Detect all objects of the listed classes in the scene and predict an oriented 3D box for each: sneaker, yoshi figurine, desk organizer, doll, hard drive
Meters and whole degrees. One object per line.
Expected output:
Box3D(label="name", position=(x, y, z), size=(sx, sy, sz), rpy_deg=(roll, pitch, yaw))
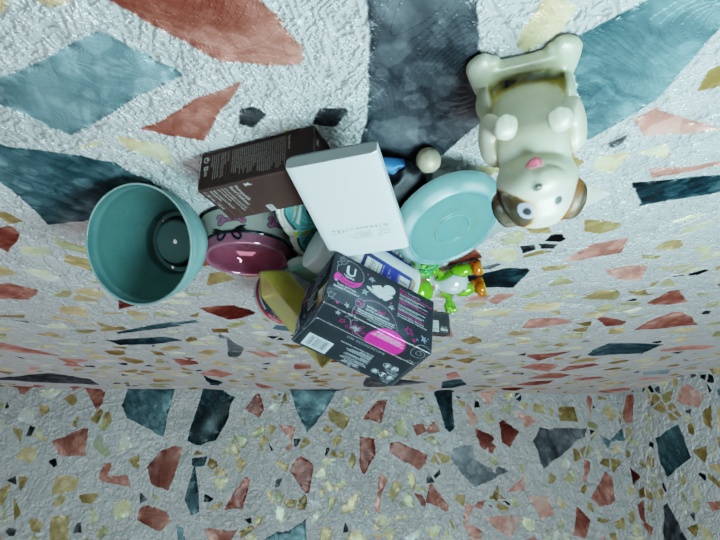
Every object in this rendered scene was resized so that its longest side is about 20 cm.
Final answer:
Box3D(label="sneaker", position=(0.135, -0.025, 1.030), size=(0.073, 0.085, 0.200), rpy_deg=(13, -176, 12))
Box3D(label="sneaker", position=(-0.099, -0.088, 0.967), size=(0.079, 0.078, 0.200), rpy_deg=(-13, 156, 6))
Box3D(label="yoshi figurine", position=(0.192, 0.038, 1.225), size=(0.198, 0.114, 0.112), rpy_deg=(-10, 156, 12))
Box3D(label="desk organizer", position=(0.168, 0.165, 1.594), size=(0.198, 0.073, 0.077), rpy_deg=(6, 159, -18))
Box3D(label="doll", position=(0.043, -0.126, 0.835), size=(0.199, 0.049, 0.136), rpy_deg=(-35, 121, 20))
Box3D(label="hard drive", position=(-0.013, -0.096, 0.775), size=(0.130, 0.027, 0.201), rpy_deg=(-7, 142, 15))
Box3D(label="sneaker", position=(-0.060, 0.047, 1.036), size=(0.199, 0.120, 0.073), rpy_deg=(21, 155, -30))

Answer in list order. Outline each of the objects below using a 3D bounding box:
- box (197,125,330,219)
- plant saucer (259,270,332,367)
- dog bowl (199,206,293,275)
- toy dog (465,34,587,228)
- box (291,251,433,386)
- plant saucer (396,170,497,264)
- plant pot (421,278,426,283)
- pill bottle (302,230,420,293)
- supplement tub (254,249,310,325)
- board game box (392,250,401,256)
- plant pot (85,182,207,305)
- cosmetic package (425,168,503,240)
Box3D(label="box", position=(-0.141, -0.148, 0.817), size=(0.198, 0.076, 0.100), rpy_deg=(-11, 155, 18))
Box3D(label="plant saucer", position=(-0.111, 0.087, 0.995), size=(0.048, 0.200, 0.200), rpy_deg=(-40, 175, -17))
Box3D(label="dog bowl", position=(-0.224, -0.053, 1.039), size=(0.198, 0.075, 0.200), rpy_deg=(0, 158, 0))
Box3D(label="toy dog", position=(0.208, -0.151, 0.656), size=(0.138, 0.202, 0.194), rpy_deg=(-3, 157, 6))
Box3D(label="box", position=(0.006, 0.084, 0.874), size=(0.199, 0.115, 0.132), rpy_deg=(27, 134, -15))
Box3D(label="plant saucer", position=(0.149, -0.076, 0.869), size=(0.198, 0.028, 0.201), rpy_deg=(-14, 141, -11))
Box3D(label="plant pot", position=(0.051, 0.006, 1.151), size=(0.198, 0.028, 0.200), rpy_deg=(12, 178, 0))
Box3D(label="pill bottle", position=(0.000, 0.000, 0.958), size=(0.199, 0.121, 0.119), rpy_deg=(31, 146, -20))
Box3D(label="supplement tub", position=(-0.139, 0.033, 1.163), size=(0.139, 0.142, 0.199), rpy_deg=(13, 154, -31))
Box3D(label="board game box", position=(0.008, -0.073, 0.995), size=(0.125, 0.035, 0.200), rpy_deg=(18, 162, 16))
Box3D(label="plant pot", position=(-0.354, -0.049, 0.924), size=(0.198, 0.203, 0.134), rpy_deg=(-7, -175, 13))
Box3D(label="cosmetic package", position=(0.179, -0.110, 0.953), size=(0.198, 0.052, 0.151), rpy_deg=(8, 159, -21))
